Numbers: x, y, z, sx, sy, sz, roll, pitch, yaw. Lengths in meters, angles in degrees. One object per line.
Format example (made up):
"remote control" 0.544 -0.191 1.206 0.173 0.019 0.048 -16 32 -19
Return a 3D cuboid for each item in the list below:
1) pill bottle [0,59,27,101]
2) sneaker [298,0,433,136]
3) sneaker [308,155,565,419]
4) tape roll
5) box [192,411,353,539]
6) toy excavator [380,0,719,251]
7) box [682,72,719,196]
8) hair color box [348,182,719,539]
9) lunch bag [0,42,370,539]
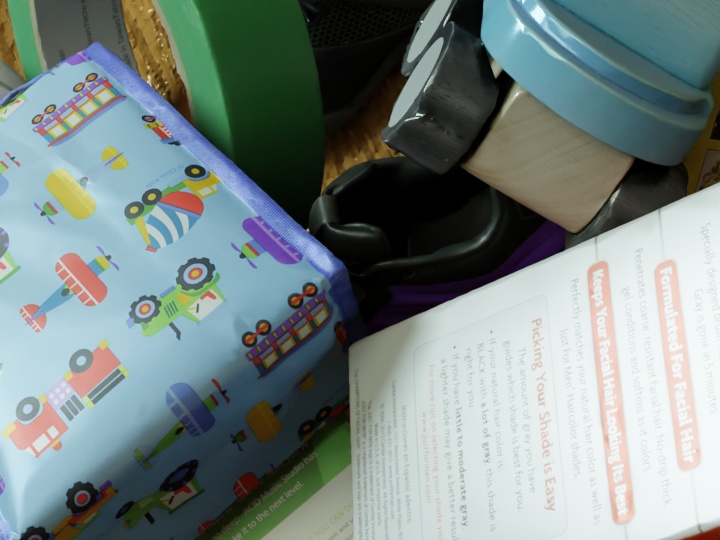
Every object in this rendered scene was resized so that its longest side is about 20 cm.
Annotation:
"pill bottle" -0.206 -0.056 0.843 0.114 0.113 0.200 -62 25 1
"sneaker" -0.016 -0.128 0.783 0.199 0.114 0.077 -34 56 24
"sneaker" 0.000 -0.001 0.731 0.199 0.099 0.070 -32 56 22
"tape roll" -0.091 -0.093 0.784 0.200 0.048 0.202 40 142 41
"box" -0.014 0.156 0.668 0.144 0.036 0.200 -39 73 -6
"toy excavator" 0.106 -0.125 0.636 0.200 0.099 0.195 -54 11 26
"box" 0.168 -0.073 0.658 0.050 0.075 0.202 11 82 38
"hair color box" 0.089 0.050 0.574 0.199 0.064 0.112 -25 53 36
"lunch bag" -0.114 0.004 0.673 0.150 0.094 0.200 -40 63 -10
